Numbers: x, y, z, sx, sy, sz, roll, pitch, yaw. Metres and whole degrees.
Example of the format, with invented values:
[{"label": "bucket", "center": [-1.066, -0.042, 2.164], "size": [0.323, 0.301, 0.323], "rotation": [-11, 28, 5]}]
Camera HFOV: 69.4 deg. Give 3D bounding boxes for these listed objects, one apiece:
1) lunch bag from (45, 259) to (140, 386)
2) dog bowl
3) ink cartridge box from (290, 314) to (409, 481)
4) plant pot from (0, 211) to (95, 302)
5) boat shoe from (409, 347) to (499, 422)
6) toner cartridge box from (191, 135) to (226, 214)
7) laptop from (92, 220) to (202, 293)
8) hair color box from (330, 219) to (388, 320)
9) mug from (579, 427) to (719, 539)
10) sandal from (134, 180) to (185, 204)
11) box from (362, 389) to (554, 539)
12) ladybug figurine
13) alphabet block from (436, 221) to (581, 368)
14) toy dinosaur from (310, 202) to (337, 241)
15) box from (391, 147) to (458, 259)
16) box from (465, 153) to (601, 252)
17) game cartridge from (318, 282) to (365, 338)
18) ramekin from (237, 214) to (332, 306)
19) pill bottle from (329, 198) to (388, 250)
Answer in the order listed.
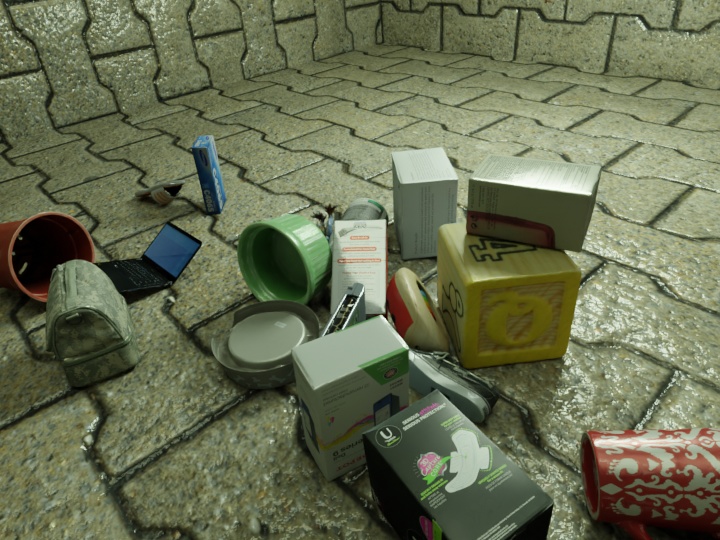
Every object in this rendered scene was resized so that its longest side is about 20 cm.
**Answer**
[{"label": "lunch bag", "center": [-0.516, 0.089, 0.982], "size": [0.139, 0.168, 0.200], "rotation": [-18, 35, -19]}, {"label": "dog bowl", "center": [-0.170, 0.137, 0.966], "size": [0.199, 0.059, 0.200], "rotation": [-3, 34, 2]}, {"label": "ink cartridge box", "center": [-0.009, 0.185, 0.749], "size": [0.145, 0.201, 0.088], "rotation": [-19, 39, -21]}, {"label": "plant pot", "center": [-0.761, -0.033, 1.191], "size": [0.194, 0.202, 0.201], "rotation": [3, 33, 26]}, {"label": "boat shoe", "center": [0.134, 0.170, 0.863], "size": [0.199, 0.074, 0.068], "rotation": [23, 47, 35]}, {"label": "toner cartridge box", "center": [-0.428, -0.271, 1.479], "size": [0.043, 0.201, 0.095], "rotation": [-4, 34, -2]}, {"label": "laptop", "center": [-0.506, -0.037, 1.221], "size": [0.177, 0.104, 0.199], "rotation": [26, 24, 38]}, {"label": "hair color box", "center": [0.000, 0.000, 1.055], "size": [0.110, 0.064, 0.201], "rotation": [-1, 71, 6]}, {"label": "mug", "center": [0.389, 0.271, 0.636], "size": [0.199, 0.134, 0.178], "rotation": [-1, 32, 11]}, {"label": "sandal", "center": [-0.600, -0.229, 1.576], "size": [0.206, 0.060, 0.079], "rotation": [-7, 10, 35]}, {"label": "box", "center": [0.110, 0.280, 0.636], "size": [0.124, 0.149, 0.200], "rotation": [-23, 38, -23]}, {"label": "ladybug figurine", "center": [0.099, 0.080, 0.965], "size": [0.072, 0.136, 0.200], "rotation": [-31, 43, 13]}, {"label": "alphabet block", "center": [0.254, 0.034, 0.948], "size": [0.195, 0.196, 0.200], "rotation": [-8, 34, -2]}, {"label": "toy dinosaur", "center": [-0.086, -0.067, 1.219], "size": [0.105, 0.200, 0.182], "rotation": [-18, 58, 36]}, {"label": "box", "center": [0.149, -0.163, 1.246], "size": [0.130, 0.200, 0.200], "rotation": [-5, 34, -1]}, {"label": "box", "center": [0.299, -0.122, 0.907], "size": [0.199, 0.109, 0.128], "rotation": [14, 37, 25]}, {"label": "game cartridge", "center": [-0.032, 0.129, 0.892], "size": [0.040, 0.134, 0.200], "rotation": [13, 38, 13]}, {"label": "ramekin", "center": [-0.151, -0.019, 1.080], "size": [0.199, 0.201, 0.098], "rotation": [18, 32, 30]}, {"label": "pill bottle", "center": [-0.007, -0.079, 1.218], "size": [0.113, 0.114, 0.200], "rotation": [5, 34, 15]}]
